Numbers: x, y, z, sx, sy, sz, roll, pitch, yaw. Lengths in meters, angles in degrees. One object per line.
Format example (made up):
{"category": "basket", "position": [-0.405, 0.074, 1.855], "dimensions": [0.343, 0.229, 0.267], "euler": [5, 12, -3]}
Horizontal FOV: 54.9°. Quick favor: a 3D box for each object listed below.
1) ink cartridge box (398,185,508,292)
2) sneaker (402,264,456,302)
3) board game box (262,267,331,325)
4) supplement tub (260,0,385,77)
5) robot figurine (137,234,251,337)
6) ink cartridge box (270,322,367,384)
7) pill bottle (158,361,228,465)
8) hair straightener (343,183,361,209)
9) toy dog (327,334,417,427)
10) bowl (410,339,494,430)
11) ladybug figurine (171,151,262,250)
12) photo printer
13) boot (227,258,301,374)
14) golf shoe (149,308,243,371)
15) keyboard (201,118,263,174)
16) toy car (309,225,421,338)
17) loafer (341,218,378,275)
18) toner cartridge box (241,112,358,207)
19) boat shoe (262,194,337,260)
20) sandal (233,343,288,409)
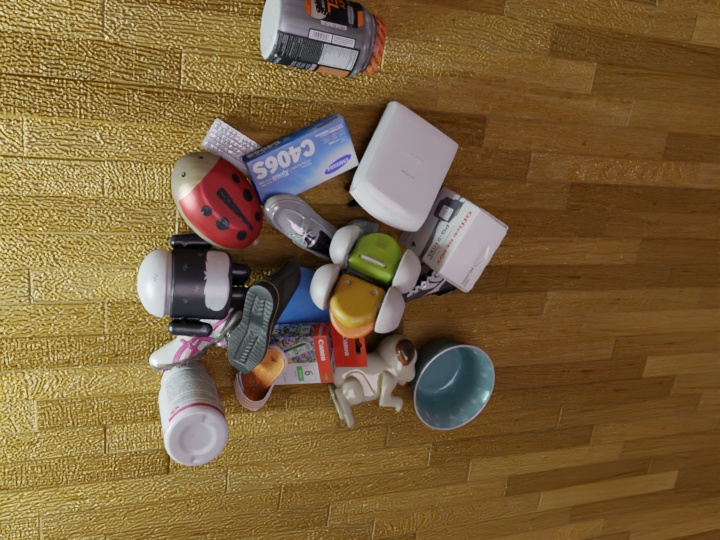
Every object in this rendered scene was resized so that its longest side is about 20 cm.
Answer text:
{"category": "ink cartridge box", "position": [0.175, -0.070, 1.350], "dimensions": [0.083, 0.200, 0.147], "euler": [29, 98, -28]}
{"category": "sneaker", "position": [0.161, 0.024, 1.458], "dimensions": [0.198, 0.066, 0.092], "euler": [-36, 117, -8]}
{"category": "board game box", "position": [-0.136, 0.080, 1.374], "dimensions": [0.155, 0.039, 0.203], "euler": [-27, 118, 1]}
{"category": "supplement tub", "position": [-0.063, -0.399, 1.170], "dimensions": [0.195, 0.123, 0.126], "euler": [4, 109, -24]}
{"category": "robot figurine", "position": [-0.296, 0.025, 1.237], "dimensions": [0.194, 0.152, 0.127], "euler": [3, 123, -19]}
{"category": "ink cartridge box", "position": [-0.088, 0.161, 1.343], "dimensions": [0.194, 0.051, 0.112], "euler": [-3, 118, 8]}
{"category": "pill bottle", "position": [-0.312, 0.253, 1.275], "dimensions": [0.110, 0.200, 0.117], "euler": [-8, 114, -18]}
{"category": "hair straightener", "position": [0.063, -0.155, 1.370], "dimensions": [0.195, 0.041, 0.079], "euler": [-20, 117, -19]}
{"category": "toy dog", "position": [0.027, 0.207, 1.452], "dimensions": [0.195, 0.140, 0.199], "euler": [-21, 83, -12]}
{"category": "bowl", "position": [0.186, 0.234, 1.528], "dimensions": [0.195, 0.105, 0.207], "euler": [-8, 113, -20]}
{"category": "ladybug figurine", "position": [-0.242, -0.120, 1.215], "dimensions": [0.200, 0.071, 0.137], "euler": [46, 70, -25]}
{"category": "photo printer", "position": [0.079, -0.187, 1.306], "dimensions": [0.164, 0.069, 0.204], "euler": [30, 81, -20]}
{"category": "boot", "position": [-0.168, 0.086, 1.286], "dimensions": [0.077, 0.138, 0.202], "euler": [33, 122, 7]}
{"category": "golf shoe", "position": [-0.310, 0.120, 1.306], "dimensions": [0.196, 0.072, 0.094], "euler": [-25, 98, -18]}
{"category": "keyboard", "position": [-0.191, -0.199, 1.258], "dimensions": [0.197, 0.011, 0.057], "euler": [30, 96, -29]}
{"category": "toy car", "position": [0.009, 0.031, 1.277], "dimensions": [0.171, 0.151, 0.203], "euler": [21, 61, 8]}
{"category": "loafer", "position": [0.000, 0.000, 1.381], "dimensions": [0.068, 0.070, 0.206], "euler": [2, 109, -13]}
{"category": "toner cartridge box", "position": [-0.108, -0.199, 1.261], "dimensions": [0.196, 0.043, 0.097], "euler": [-27, 121, -11]}
{"category": "boat shoe", "position": [-0.100, -0.071, 1.284], "dimensions": [0.072, 0.069, 0.199], "euler": [-42, 139, 8]}
{"category": "sandal", "position": [-0.205, 0.212, 1.331], "dimensions": [0.079, 0.059, 0.208], "euler": [43, 133, 7]}
